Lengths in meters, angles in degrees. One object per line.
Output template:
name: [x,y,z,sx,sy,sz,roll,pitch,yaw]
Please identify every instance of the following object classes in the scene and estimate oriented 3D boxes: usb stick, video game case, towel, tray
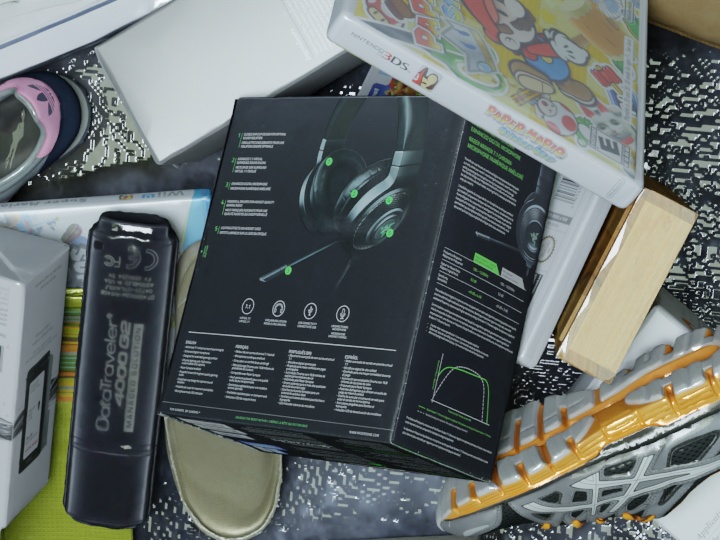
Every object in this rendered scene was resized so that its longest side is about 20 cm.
usb stick: [-0.144,0.063,1.231,0.055,0.033,0.202,7,111,-2]
video game case: [0.075,-0.140,1.102,0.181,0.201,0.023,28,128,-14]
video game case: [-0.183,0.025,1.256,0.198,0.018,0.144,-4,114,-1]
video game case: [0.052,-0.039,1.179,0.199,0.018,0.144,20,82,42]
towel: [-0.183,0.106,1.267,0.085,0.018,0.202,0,111,-2]
tray: [0.143,-0.004,1.156,0.037,0.200,0.099,26,98,0]

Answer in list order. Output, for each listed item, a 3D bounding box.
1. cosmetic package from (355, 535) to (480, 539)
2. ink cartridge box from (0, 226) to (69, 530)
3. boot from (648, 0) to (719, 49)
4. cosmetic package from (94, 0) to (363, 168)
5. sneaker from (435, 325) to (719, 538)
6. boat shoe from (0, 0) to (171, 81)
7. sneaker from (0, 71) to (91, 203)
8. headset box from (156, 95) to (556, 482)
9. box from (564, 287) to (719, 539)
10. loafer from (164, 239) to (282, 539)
cosmetic package: [-0.023,0.222,1.253,0.198,0.087,0.104,-5,95,8]
ink cartridge box: [-0.243,0.073,1.213,0.115,0.068,0.202,15,114,12]
boot: [0.258,-0.196,1.197,0.199,0.066,0.176,29,97,6]
cosmetic package: [-0.047,-0.145,1.219,0.199,0.107,0.091,-27,90,7]
sneaker: [0.132,0.105,1.110,0.199,0.078,0.078,-24,112,18]
boat shoe: [-0.162,-0.173,1.247,0.198,0.074,0.066,-21,96,7]
sneaker: [-0.257,-0.052,1.264,0.200,0.082,0.070,-43,86,9]
headset box: [0.000,0.000,1.123,0.173,0.092,0.202,2,75,40]
box: [0.218,0.113,1.195,0.200,0.124,0.098,41,99,3]
loafer: [-0.085,0.082,1.239,0.075,0.068,0.202,-3,113,0]
